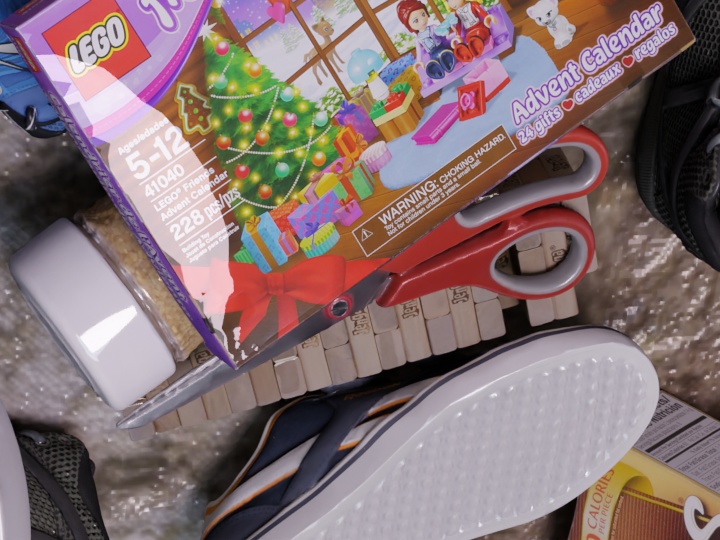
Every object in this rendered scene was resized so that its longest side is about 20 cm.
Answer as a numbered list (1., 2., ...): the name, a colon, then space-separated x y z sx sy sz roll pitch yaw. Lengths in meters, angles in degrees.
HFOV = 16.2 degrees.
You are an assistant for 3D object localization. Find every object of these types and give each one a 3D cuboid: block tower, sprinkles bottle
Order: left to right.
1. sprinkles bottle: -0.028 -0.034 0.906 0.200 0.068 0.068 -37 122 -10
2. block tower: -0.011 0.007 0.969 0.199 0.058 0.054 -15 121 -4

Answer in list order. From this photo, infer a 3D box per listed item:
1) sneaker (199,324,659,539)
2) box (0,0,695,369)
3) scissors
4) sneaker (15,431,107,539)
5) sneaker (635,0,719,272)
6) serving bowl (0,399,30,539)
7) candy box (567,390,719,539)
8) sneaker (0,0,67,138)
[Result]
1. sneaker: 0.019 0.071 1.000 0.199 0.080 0.079 -31 124 2
2. box: -0.002 -0.080 0.851 0.200 0.039 0.137 -36 106 -10
3. scissors: 0.000 0.000 0.916 0.199 0.014 0.073 -17 128 -13
4. sneaker: -0.172 0.080 0.959 0.199 0.114 0.076 39 108 0
5. sneaker: 0.151 -0.085 0.925 0.076 0.114 0.200 -2 118 -15
6. serving bowl: -0.194 0.083 0.861 0.199 0.066 0.201 2 95 21
7. candy box: 0.175 0.146 1.018 0.056 0.199 0.117 -23 131 -44
8. sneaker: -0.129 -0.086 0.874 0.199 0.079 0.090 2 116 -15
